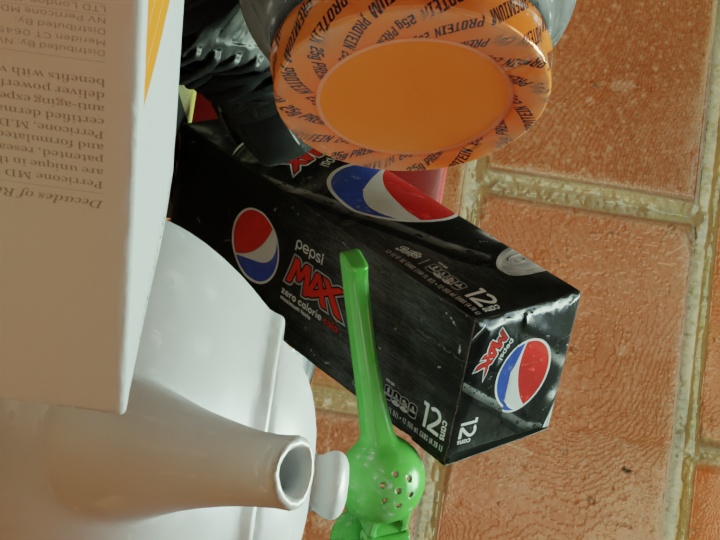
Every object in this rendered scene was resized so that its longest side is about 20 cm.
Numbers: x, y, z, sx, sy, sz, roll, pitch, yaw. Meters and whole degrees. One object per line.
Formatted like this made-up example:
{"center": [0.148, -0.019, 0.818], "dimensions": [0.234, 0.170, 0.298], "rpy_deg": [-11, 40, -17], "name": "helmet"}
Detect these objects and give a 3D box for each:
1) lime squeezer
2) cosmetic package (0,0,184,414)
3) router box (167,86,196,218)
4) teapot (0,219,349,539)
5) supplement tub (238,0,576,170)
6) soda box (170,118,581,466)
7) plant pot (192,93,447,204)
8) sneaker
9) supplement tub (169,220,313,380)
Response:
{"center": [-0.004, 0.091, 0.884], "dimensions": [0.071, 0.038, 0.201], "rpy_deg": [43, -37, 33], "name": "lime squeezer"}
{"center": [-0.089, -0.058, 0.596], "dimensions": [0.201, 0.071, 0.102], "rpy_deg": [101, -3, -53], "name": "cosmetic package"}
{"center": [-0.097, -0.122, 0.943], "dimensions": [0.200, 0.052, 0.158], "rpy_deg": [104, -5, -79], "name": "router box"}
{"center": [-0.077, 0.071, 0.811], "dimensions": [0.201, 0.145, 0.198], "rpy_deg": [-85, -176, -52], "name": "teapot"}
{"center": [0.015, -0.145, 0.773], "dimensions": [0.123, 0.122, 0.201], "rpy_deg": [101, -11, -58], "name": "supplement tub"}
{"center": [0.000, 0.000, 0.923], "dimensions": [0.200, 0.063, 0.071], "rpy_deg": [34, -56, 39], "name": "soda box"}
{"center": [-0.037, -0.122, 1.139], "dimensions": [0.200, 0.181, 0.202], "rpy_deg": [-171, -90, -89], "name": "plant pot"}
{"center": [-0.041, -0.085, 0.836], "dimensions": [0.200, 0.060, 0.105], "rpy_deg": [-42, 121, -52], "name": "sneaker"}
{"center": [-0.087, 0.061, 1.140], "dimensions": [0.200, 0.122, 0.123], "rpy_deg": [101, -2, -60], "name": "supplement tub"}
